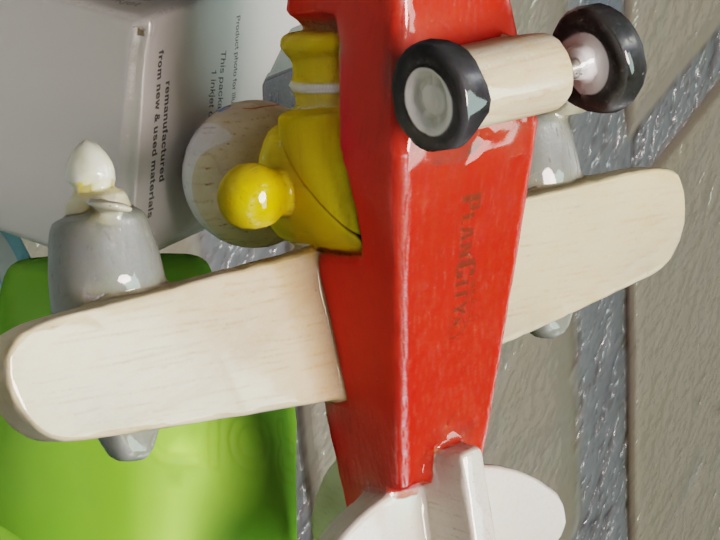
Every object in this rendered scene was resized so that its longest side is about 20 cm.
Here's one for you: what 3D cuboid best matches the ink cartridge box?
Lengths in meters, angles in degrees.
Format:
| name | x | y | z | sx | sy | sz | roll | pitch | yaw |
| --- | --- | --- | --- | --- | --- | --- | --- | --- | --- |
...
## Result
| name | x | y | z | sx | sy | sz | roll | pitch | yaw |
| --- | --- | --- | --- | --- | --- | --- | --- | --- | --- |
| ink cartridge box | -0.077 | -0.080 | 0.959 | 0.200 | 0.145 | 0.085 | -27 | 129 | -56 |

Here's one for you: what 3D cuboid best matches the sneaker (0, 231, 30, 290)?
| name | x | y | z | sx | sy | sz | roll | pitch | yaw |
| --- | --- | --- | --- | --- | --- | --- | --- | --- | --- |
| sneaker | -0.175 | 0.081 | 0.952 | 0.130 | 0.079 | 0.201 | -29 | 130 | -48 |

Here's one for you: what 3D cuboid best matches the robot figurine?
| name | x | y | z | sx | sy | sz | roll | pitch | yaw |
| --- | --- | --- | --- | --- | --- | --- | --- | --- | --- |
| robot figurine | -0.078 | 0.098 | 0.896 | 0.175 | 0.115 | 0.202 | 50 | 40 | -76 |

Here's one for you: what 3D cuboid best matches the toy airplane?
| name | x | y | z | sx | sy | sz | roll | pitch | yaw |
| --- | --- | --- | --- | --- | --- | --- | --- | --- | --- |
| toy airplane | 0.000 | 0.000 | 0.838 | 0.200 | 0.141 | 0.200 | -53 | 138 | -8 |
